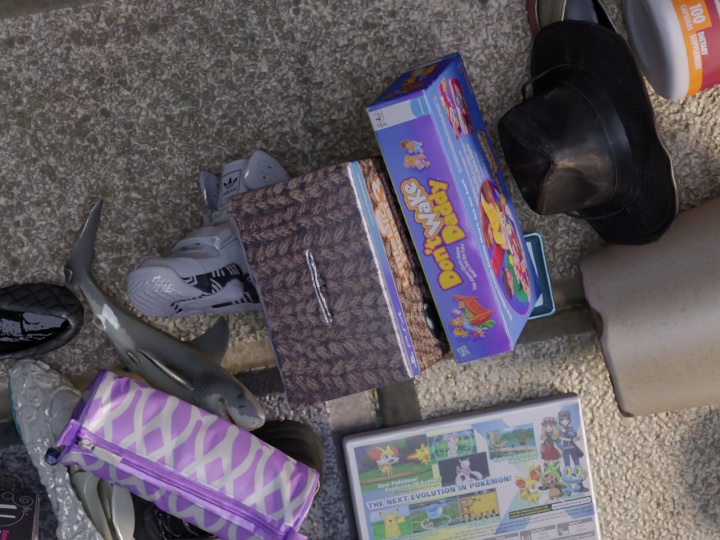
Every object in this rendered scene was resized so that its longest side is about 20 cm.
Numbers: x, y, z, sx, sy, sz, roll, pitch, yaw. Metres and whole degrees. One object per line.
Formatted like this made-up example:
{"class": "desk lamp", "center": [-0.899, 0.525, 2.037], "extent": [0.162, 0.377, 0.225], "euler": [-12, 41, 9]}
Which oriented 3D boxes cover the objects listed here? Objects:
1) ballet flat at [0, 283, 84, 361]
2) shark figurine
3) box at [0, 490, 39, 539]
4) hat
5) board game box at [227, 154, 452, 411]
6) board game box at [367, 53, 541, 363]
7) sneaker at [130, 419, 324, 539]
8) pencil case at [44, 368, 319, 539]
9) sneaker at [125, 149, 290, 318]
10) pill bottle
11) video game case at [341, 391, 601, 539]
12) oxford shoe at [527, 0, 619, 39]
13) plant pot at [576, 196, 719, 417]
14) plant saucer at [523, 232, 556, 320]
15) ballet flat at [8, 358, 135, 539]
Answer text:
{"class": "ballet flat", "center": [-0.314, 0.048, 1.530], "extent": [0.199, 0.057, 0.067], "euler": [-14, 98, -5]}
{"class": "shark figurine", "center": [-0.150, 0.050, 1.556], "extent": [0.214, 0.128, 0.089], "euler": [43, 65, 6]}
{"class": "box", "center": [-0.305, 0.281, 1.495], "extent": [0.114, 0.132, 0.200], "euler": [3, 121, -7]}
{"class": "hat", "center": [0.153, -0.094, 1.491], "extent": [0.081, 0.201, 0.201], "euler": [-20, 101, -19]}
{"class": "board game box", "center": [0.000, 0.000, 1.467], "extent": [0.097, 0.200, 0.160], "euler": [-16, 93, 19]}
{"class": "board game box", "center": [0.073, -0.049, 1.468], "extent": [0.045, 0.134, 0.200], "euler": [-16, 102, 19]}
{"class": "sneaker", "center": [-0.121, 0.180, 1.557], "extent": [0.200, 0.091, 0.076], "euler": [-24, 109, -2]}
{"class": "pencil case", "center": [-0.129, 0.145, 1.468], "extent": [0.200, 0.086, 0.084], "euler": [24, 100, -5]}
{"class": "sneaker", "center": [-0.109, -0.027, 1.495], "extent": [0.075, 0.200, 0.115], "euler": [-18, 80, 37]}
{"class": "pill bottle", "center": [0.314, -0.215, 1.544], "extent": [0.200, 0.113, 0.113], "euler": [-19, 100, -4]}
{"class": "video game case", "center": [0.097, 0.207, 1.625], "extent": [0.199, 0.022, 0.183], "euler": [-10, 100, -5]}
{"class": "oxford shoe", "center": [0.187, -0.138, 1.558], "extent": [0.070, 0.075, 0.200], "euler": [-26, 101, -5]}
{"class": "plant pot", "center": [0.275, 0.030, 1.549], "extent": [0.183, 0.200, 0.201], "euler": [-17, 100, 6]}
{"class": "plant saucer", "center": [0.055, 0.024, 1.594], "extent": [0.199, 0.019, 0.070], "euler": [-13, 99, -6]}
{"class": "ballet flat", "center": [-0.212, 0.154, 1.526], "extent": [0.072, 0.072, 0.200], "euler": [-19, 78, -4]}
